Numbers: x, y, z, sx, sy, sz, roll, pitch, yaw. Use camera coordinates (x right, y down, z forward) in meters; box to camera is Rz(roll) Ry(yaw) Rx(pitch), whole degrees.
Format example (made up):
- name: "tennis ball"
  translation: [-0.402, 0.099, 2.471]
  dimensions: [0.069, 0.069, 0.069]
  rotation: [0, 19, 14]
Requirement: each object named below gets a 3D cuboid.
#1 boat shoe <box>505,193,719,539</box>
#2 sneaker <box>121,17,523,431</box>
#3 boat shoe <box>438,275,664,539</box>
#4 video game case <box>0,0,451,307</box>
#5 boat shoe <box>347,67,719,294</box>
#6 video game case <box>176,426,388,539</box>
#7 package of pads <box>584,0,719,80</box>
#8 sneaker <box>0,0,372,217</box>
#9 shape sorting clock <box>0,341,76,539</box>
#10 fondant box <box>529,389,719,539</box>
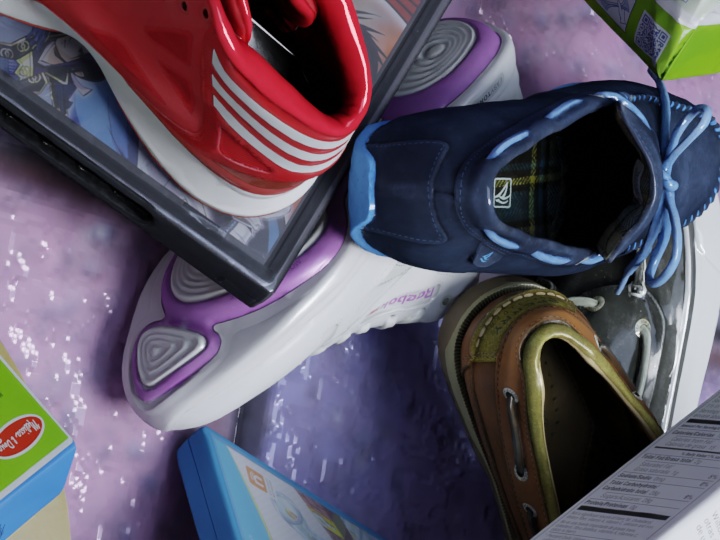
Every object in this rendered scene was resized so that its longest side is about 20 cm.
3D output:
- name: "boat shoe"
  translation: [0.095, 0.032, 1.021]
  dimensions: [0.063, 0.070, 0.202]
  rotation: [7, 86, -41]
- name: "sneaker"
  translation: [0.000, 0.000, 0.939]
  dimensions: [0.200, 0.075, 0.100]
  rotation: [-44, 131, -25]
- name: "boat shoe"
  translation: [0.091, 0.097, 0.959]
  dimensions: [0.072, 0.068, 0.201]
  rotation: [-36, 110, -11]
- name: "video game case"
  translation: [-0.057, -0.119, 0.885]
  dimensions: [0.180, 0.025, 0.201]
  rotation: [36, 65, -11]
- name: "boat shoe"
  translation: [0.079, -0.024, 0.920]
  dimensions: [0.199, 0.068, 0.085]
  rotation: [-18, 108, -48]
- name: "video game case"
  translation: [0.023, 0.147, 0.927]
  dimensions: [0.018, 0.143, 0.200]
  rotation: [-43, 126, 17]
- name: "package of pads"
  translation: [0.150, -0.152, 1.025]
  dimensions: [0.199, 0.155, 0.068]
  rotation: [-10, 138, -40]
- name: "sneaker"
  translation: [-0.070, -0.109, 0.798]
  dimensions: [0.200, 0.115, 0.079]
  rotation: [40, 66, -9]
- name: "shape sorting clock"
  translation: [-0.161, 0.038, 0.767]
  dimensions: [0.200, 0.039, 0.200]
  rotation: [40, 24, -21]
- name: "fondant box"
  translation: [0.111, 0.147, 0.889]
  dimensions: [0.200, 0.058, 0.145]
  rotation: [-33, 110, -34]
